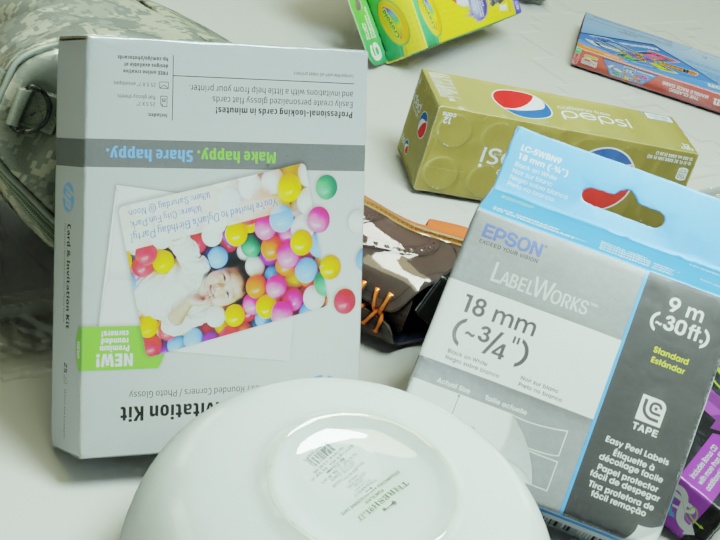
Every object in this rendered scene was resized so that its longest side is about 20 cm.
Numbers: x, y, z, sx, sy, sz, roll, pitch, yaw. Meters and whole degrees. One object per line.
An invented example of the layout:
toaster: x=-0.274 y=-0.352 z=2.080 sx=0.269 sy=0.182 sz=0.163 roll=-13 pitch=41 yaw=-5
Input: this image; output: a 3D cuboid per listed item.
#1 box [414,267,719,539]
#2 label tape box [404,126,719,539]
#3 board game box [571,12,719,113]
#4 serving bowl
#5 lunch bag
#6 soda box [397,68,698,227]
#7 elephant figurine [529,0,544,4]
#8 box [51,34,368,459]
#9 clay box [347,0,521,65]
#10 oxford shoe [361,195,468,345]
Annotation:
box: x=0.142 y=0.053 z=1.019 sx=0.200 sy=0.036 sz=0.143 roll=39 pitch=32 yaw=11
label tape box: x=0.112 y=0.028 z=0.930 sx=0.144 sy=0.201 sz=0.063 roll=20 pitch=-12 yaw=6
board game box: x=0.286 y=-0.174 z=1.588 sx=0.199 sy=0.020 sz=0.103 roll=19 pitch=26 yaw=3
serving bowl: x=-0.005 y=0.115 z=0.794 sx=0.199 sy=0.066 sz=0.201 roll=8 pitch=40 yaw=-6
lunch bag: x=-0.147 y=-0.087 z=0.990 sx=0.167 sy=0.140 sz=0.200 roll=25 pitch=7 yaw=-29
soda box: x=0.131 y=-0.084 z=1.280 sx=0.199 sy=0.068 sz=0.064 roll=9 pitch=29 yaw=-16
elephant figurine: x=0.074 y=-0.336 z=1.645 sx=0.199 sy=0.156 sz=0.142 roll=-5 pitch=28 yaw=-27
box: x=-0.074 y=-0.012 z=0.895 sx=0.155 sy=0.201 sz=0.041 roll=0 pitch=6 yaw=-31
clay box: x=0.054 y=-0.242 z=1.478 sx=0.047 sy=0.115 sz=0.200 roll=-16 pitch=8 yaw=34
oxford shoe: x=0.000 y=0.000 z=1.051 sx=0.199 sy=0.071 sz=0.073 roll=9 pitch=33 yaw=-17
